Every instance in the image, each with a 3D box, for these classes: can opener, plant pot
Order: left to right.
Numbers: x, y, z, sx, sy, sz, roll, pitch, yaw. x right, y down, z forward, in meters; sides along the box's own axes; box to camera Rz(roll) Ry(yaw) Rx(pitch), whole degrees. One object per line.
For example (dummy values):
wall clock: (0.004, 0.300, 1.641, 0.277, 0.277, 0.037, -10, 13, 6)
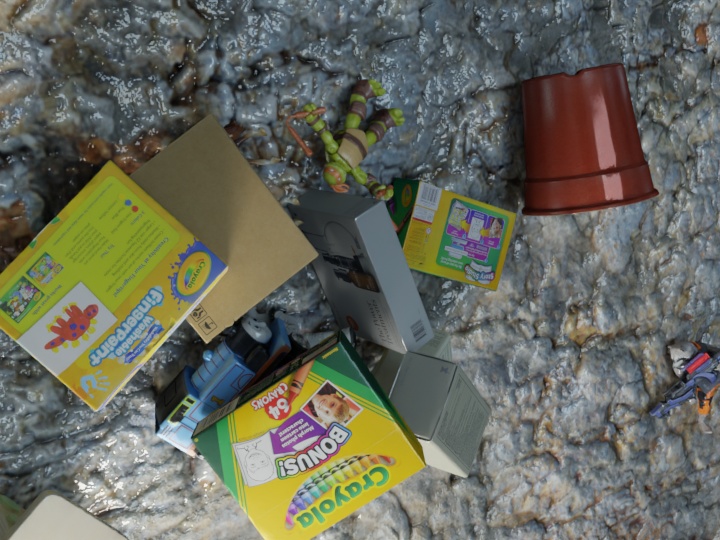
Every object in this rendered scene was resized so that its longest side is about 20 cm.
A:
can opener: (-0.160, 0.063, 1.120, 0.200, 0.066, 0.053, 18, 45, -32)
plant pot: (0.322, -0.194, 1.354, 0.200, 0.201, 0.196, -16, 101, -33)

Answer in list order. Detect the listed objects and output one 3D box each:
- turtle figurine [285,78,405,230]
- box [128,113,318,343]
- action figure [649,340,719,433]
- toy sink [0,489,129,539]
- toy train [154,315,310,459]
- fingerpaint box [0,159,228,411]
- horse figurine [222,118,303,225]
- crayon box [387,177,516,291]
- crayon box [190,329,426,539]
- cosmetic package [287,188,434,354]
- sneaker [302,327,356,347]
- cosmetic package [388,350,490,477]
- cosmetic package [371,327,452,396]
turtle figurine: (-0.004, -0.154, 1.179, 0.200, 0.064, 0.162, 43, 58, -19)
box: (-0.169, -0.046, 1.033, 0.163, 0.021, 0.200, -38, 94, -2)
action figure: (0.622, 0.212, 1.734, 0.200, 0.105, 0.194, -34, 114, 5)
toy sink: (-0.367, 0.322, 0.991, 0.200, 0.112, 0.130, -51, 124, -11)
toy train: (-0.150, 0.137, 1.089, 0.114, 0.087, 0.200, 36, 104, -27)
fingerpaint box: (-0.266, 0.017, 0.971, 0.167, 0.073, 0.200, 41, 81, -4)
horse figurine: (-0.147, -0.085, 1.100, 0.132, 0.050, 0.200, -28, 124, -11)
crayon box: (0.123, -0.049, 1.309, 0.200, 0.058, 0.119, 14, 91, -38)
crayon box: (-0.056, 0.194, 1.034, 0.200, 0.058, 0.173, -33, 100, 6)
cosmetic package: (0.000, 0.000, 1.170, 0.052, 0.151, 0.200, -34, 117, -24)
sneaker: (-0.051, 0.161, 1.228, 0.086, 0.075, 0.201, 3, 115, 3)
cosmetic package: (0.100, 0.187, 1.180, 0.104, 0.073, 0.200, -67, 153, -17)
cosmetic package: (0.051, 0.174, 1.241, 0.200, 0.071, 0.105, -50, 145, -41)
